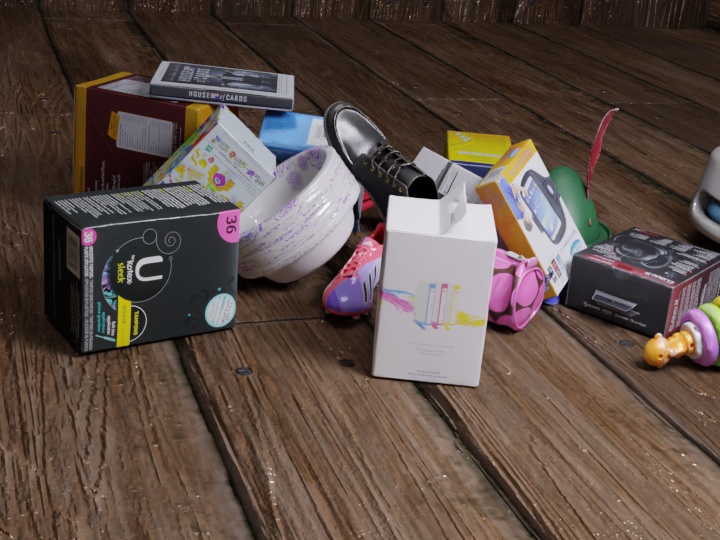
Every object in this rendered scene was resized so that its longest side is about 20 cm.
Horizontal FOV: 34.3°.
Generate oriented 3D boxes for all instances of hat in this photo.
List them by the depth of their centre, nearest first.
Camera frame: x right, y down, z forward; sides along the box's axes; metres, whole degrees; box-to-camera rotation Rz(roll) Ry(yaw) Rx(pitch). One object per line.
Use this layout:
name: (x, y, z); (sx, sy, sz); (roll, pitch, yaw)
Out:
hat: (0.320, -0.150, 1.814); (0.162, 0.179, 0.200); (6, 21, 2)

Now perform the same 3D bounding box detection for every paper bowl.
paper bowl: (-0.088, -0.064, 1.532); (0.199, 0.105, 0.201); (-32, 23, 15)

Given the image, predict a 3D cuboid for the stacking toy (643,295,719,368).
stacking toy: (0.428, 0.078, 1.403); (0.197, 0.118, 0.110); (-15, 25, -11)

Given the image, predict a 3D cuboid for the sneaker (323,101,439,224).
sneaker: (0.034, -0.145, 1.532); (0.075, 0.201, 0.106); (-40, 9, -20)

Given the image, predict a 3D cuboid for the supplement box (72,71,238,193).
supplement box: (-0.295, -0.164, 1.677); (0.197, 0.201, 0.133); (13, 21, 17)

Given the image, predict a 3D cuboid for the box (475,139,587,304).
box: (0.234, -0.057, 1.541); (0.041, 0.202, 0.119); (-19, 20, 42)

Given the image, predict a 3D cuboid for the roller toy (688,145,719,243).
roller toy: (0.613, -0.102, 1.817); (0.180, 0.142, 0.200); (23, 23, 13)

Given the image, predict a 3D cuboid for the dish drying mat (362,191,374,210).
dish drying mat: (0.037, -0.120, 1.775); (0.197, 0.018, 0.077); (-21, 14, 7)

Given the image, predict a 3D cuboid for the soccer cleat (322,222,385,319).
soccer cleat: (0.000, 0.000, 1.500); (0.066, 0.078, 0.200); (11, 22, 16)

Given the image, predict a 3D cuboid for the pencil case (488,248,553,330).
pencil case: (0.143, 0.002, 1.504); (0.198, 0.095, 0.090); (20, 35, 36)

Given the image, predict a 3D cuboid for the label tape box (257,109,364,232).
label tape box: (-0.066, -0.139, 1.681); (0.141, 0.201, 0.067); (8, 62, 7)

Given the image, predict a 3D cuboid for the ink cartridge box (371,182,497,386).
ink cartridge box: (0.083, 0.008, 1.326); (0.123, 0.204, 0.129); (5, 21, 0)

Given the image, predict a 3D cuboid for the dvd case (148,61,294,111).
dvd case: (-0.192, -0.261, 1.646); (0.196, 0.025, 0.151); (6, 20, -6)

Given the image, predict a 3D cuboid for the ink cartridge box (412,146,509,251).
ink cartridge box: (0.159, -0.080, 1.649); (0.144, 0.085, 0.200); (35, 2, -35)

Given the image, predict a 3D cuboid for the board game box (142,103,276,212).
board game box: (-0.213, -0.100, 1.510); (0.105, 0.200, 0.103); (43, 12, -18)

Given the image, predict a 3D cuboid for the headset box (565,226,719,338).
headset box: (0.378, 0.015, 1.552); (0.147, 0.079, 0.199); (20, 27, 34)

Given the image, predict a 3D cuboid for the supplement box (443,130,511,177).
supplement box: (0.185, -0.143, 1.863); (0.107, 0.111, 0.200); (6, 21, 1)

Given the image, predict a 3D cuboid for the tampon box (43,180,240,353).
tampon box: (-0.255, -0.009, 1.360); (0.197, 0.153, 0.126); (-10, 25, -33)
